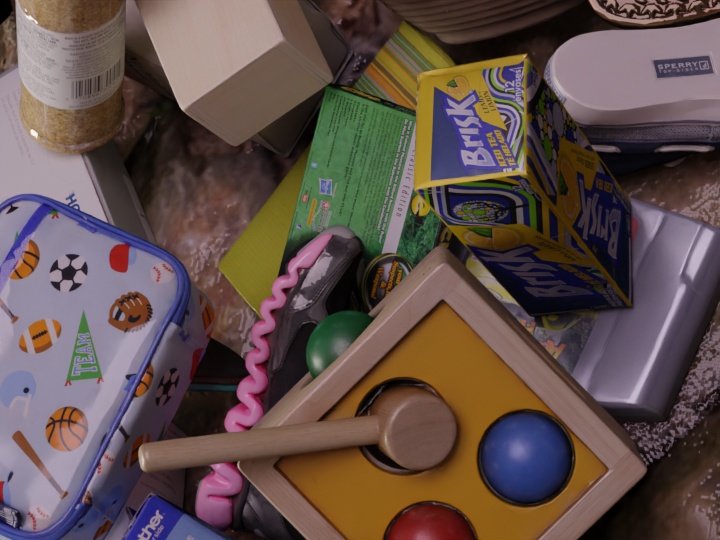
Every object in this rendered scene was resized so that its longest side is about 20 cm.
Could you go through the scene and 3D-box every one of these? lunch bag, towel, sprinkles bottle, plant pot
[{"bbox_3d":[-0.189,0.064,1.347,0.160,0.076,0.201,25,77,20],"label":"lunch bag"},{"bbox_3d":[-0.006,-0.052,1.427,0.200,0.018,0.086,-52,54,14],"label":"towel"},{"bbox_3d":[-0.172,-0.150,1.382,0.068,0.200,0.069,3,58,-5],"label":"sprinkles bottle"},{"bbox_3d":[0.081,-0.197,1.406,0.200,0.201,0.093,-13,107,17],"label":"plant pot"}]

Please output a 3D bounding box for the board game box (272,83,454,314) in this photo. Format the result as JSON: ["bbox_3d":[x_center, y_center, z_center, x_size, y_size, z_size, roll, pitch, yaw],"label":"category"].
[{"bbox_3d":[0.000,0.000,1.379,0.104,0.023,0.201,23,104,34],"label":"board game box"}]

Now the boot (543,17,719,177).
[{"bbox_3d":[0.197,-0.098,1.359,0.199,0.090,0.073,0,64,-8],"label":"boot"}]

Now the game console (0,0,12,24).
[{"bbox_3d":[-0.326,-0.165,1.532,0.170,0.119,0.200,22,53,29],"label":"game console"}]

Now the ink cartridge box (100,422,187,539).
[{"bbox_3d":[-0.187,0.186,1.396,0.145,0.085,0.201,-6,66,21],"label":"ink cartridge box"}]

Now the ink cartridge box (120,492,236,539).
[{"bbox_3d":[-0.060,0.202,1.306,0.199,0.136,0.077,27,81,29],"label":"ink cartridge box"}]

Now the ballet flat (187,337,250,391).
[{"bbox_3d":[-0.165,0.045,1.418,0.199,0.068,0.069,-3,92,-2],"label":"ballet flat"}]

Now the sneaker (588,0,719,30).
[{"bbox_3d":[0.230,-0.191,1.369,0.199,0.090,0.067,-24,84,9],"label":"sneaker"}]

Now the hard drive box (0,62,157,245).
[{"bbox_3d":[-0.247,-0.022,1.506,0.199,0.077,0.156,-29,62,10],"label":"hard drive box"}]

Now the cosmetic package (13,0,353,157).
[{"bbox_3d":[-0.119,-0.162,1.493,0.200,0.103,0.087,27,82,31],"label":"cosmetic package"}]

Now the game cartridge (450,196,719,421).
[{"bbox_3d":[0.107,0.010,1.371,0.199,0.041,0.134,19,82,28],"label":"game cartridge"}]

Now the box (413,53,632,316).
[{"bbox_3d":[0.092,-0.040,1.261,0.064,0.200,0.070,-6,67,21],"label":"box"}]

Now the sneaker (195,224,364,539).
[{"bbox_3d":[-0.023,0.073,1.351,0.095,0.079,0.201,23,107,13],"label":"sneaker"}]

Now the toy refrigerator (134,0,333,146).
[{"bbox_3d":[-0.093,-0.179,1.394,0.076,0.070,0.201,-33,59,14],"label":"toy refrigerator"}]

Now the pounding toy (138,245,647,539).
[{"bbox_3d":[0.018,0.095,1.249,0.184,0.142,0.200,-44,94,5],"label":"pounding toy"}]
